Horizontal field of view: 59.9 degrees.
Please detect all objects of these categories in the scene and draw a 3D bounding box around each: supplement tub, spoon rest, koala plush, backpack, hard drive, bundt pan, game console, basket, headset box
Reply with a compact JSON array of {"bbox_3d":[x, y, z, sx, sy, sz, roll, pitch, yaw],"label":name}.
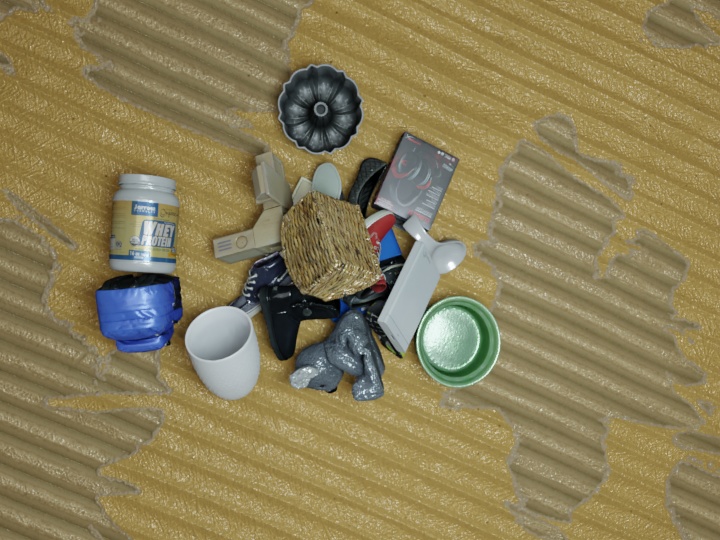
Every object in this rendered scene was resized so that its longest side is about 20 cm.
[{"bbox_3d":[-0.473,-0.099,1.372,0.140,0.145,0.206,3,89,-4],"label":"supplement tub"},{"bbox_3d":[0.172,-0.051,1.421,0.099,0.061,0.199,-42,133,15],"label":"spoon rest"},{"bbox_3d":[-0.062,0.198,1.390,0.195,0.178,0.188,-19,101,8],"label":"koala plush"},{"bbox_3d":[-0.467,0.089,1.343,0.158,0.200,0.173,-10,90,-5],"label":"backpack"},{"bbox_3d":[0.109,0.059,1.361,0.026,0.133,0.203,11,61,34],"label":"hard drive"},{"bbox_3d":[-0.091,-0.362,1.439,0.196,0.076,0.208,0,89,-4],"label":"bundt pan"},{"bbox_3d":[0.000,0.000,1.457,0.195,0.119,0.174,-16,126,-10],"label":"game console"},{"bbox_3d":[-0.068,-0.040,1.308,0.142,0.147,0.204,-38,58,31],"label":"basket"},{"bbox_3d":[0.122,-0.193,1.454,0.146,0.075,0.204,25,88,-5],"label":"headset box"}]

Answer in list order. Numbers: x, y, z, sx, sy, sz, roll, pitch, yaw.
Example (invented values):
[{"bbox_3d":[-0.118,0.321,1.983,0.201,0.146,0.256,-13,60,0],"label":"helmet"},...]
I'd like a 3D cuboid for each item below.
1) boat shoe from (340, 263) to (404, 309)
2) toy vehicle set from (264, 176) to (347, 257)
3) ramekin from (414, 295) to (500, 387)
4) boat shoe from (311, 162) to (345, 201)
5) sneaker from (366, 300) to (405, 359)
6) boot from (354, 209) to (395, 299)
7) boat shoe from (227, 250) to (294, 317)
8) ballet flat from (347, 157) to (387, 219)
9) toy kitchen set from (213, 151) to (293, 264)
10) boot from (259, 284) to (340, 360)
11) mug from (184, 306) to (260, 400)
[{"bbox_3d":[0.051,0.041,1.387,0.194,0.066,0.076,-10,123,-15],"label":"boat shoe"},{"bbox_3d":[-0.128,-0.099,1.458,0.122,0.027,0.204,28,87,-4],"label":"toy vehicle set"},{"bbox_3d":[0.217,0.161,1.446,0.194,0.098,0.206,0,90,-5],"label":"ramekin"},{"bbox_3d":[-0.065,-0.141,1.419,0.074,0.060,0.206,-8,74,15],"label":"boat shoe"},{"bbox_3d":[0.072,0.117,1.411,0.073,0.201,0.082,24,67,30],"label":"sneaker"},{"bbox_3d":[0.036,-0.031,1.357,0.200,0.073,0.143,-45,56,-14],"label":"boot"},{"bbox_3d":[-0.240,0.035,1.407,0.197,0.075,0.094,-33,124,-8],"label":"boat shoe"},{"bbox_3d":[0.011,-0.174,1.424,0.055,0.067,0.204,5,65,25],"label":"ballet flat"},{"bbox_3d":[-0.255,-0.146,1.376,0.176,0.163,0.206,-14,78,10],"label":"toy kitchen set"},{"bbox_3d":[-0.122,0.110,1.383,0.163,0.077,0.204,-7,121,8],"label":"boot"},{"bbox_3d":[-0.308,0.182,1.375,0.197,0.178,0.147,28,53,29],"label":"mug"}]
